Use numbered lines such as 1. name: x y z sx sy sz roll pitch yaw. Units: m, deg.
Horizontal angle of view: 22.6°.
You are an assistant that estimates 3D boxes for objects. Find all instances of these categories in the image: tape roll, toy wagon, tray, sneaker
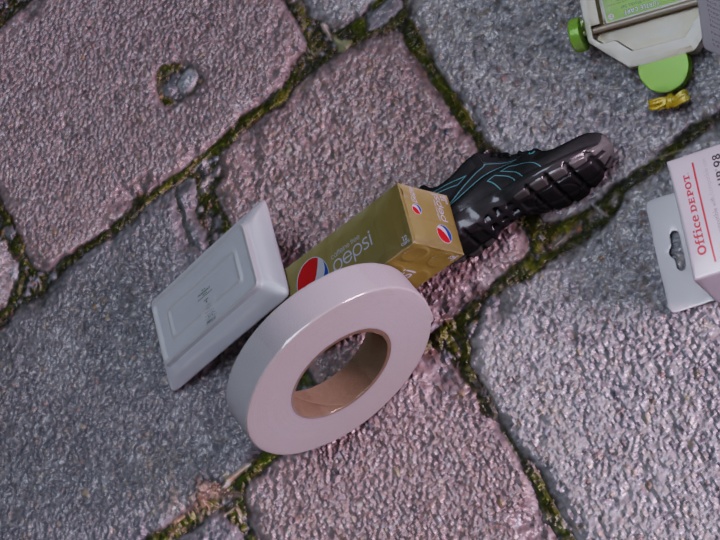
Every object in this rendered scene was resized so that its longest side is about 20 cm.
1. tape roll: -0.026 0.080 1.606 0.203 0.203 0.037 -45 57 7
2. toy wagon: 0.263 -0.243 1.639 0.154 0.040 0.202 -13 87 24
3. tray: -0.145 0.026 1.751 0.200 0.022 0.108 -40 56 38
4. sneaker: 0.135 -0.083 1.649 0.199 0.075 0.080 -28 60 17

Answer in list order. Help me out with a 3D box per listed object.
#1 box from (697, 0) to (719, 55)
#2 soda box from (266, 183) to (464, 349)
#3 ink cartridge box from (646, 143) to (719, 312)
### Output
1. box: 0.412 -0.256 1.490 0.199 0.131 0.199 30 68 33
2. soda box: 0.000 0.000 1.660 0.200 0.067 0.064 -37 56 37
3. ink cartridge box: 0.336 -0.050 1.532 0.199 0.067 0.117 -19 65 22
